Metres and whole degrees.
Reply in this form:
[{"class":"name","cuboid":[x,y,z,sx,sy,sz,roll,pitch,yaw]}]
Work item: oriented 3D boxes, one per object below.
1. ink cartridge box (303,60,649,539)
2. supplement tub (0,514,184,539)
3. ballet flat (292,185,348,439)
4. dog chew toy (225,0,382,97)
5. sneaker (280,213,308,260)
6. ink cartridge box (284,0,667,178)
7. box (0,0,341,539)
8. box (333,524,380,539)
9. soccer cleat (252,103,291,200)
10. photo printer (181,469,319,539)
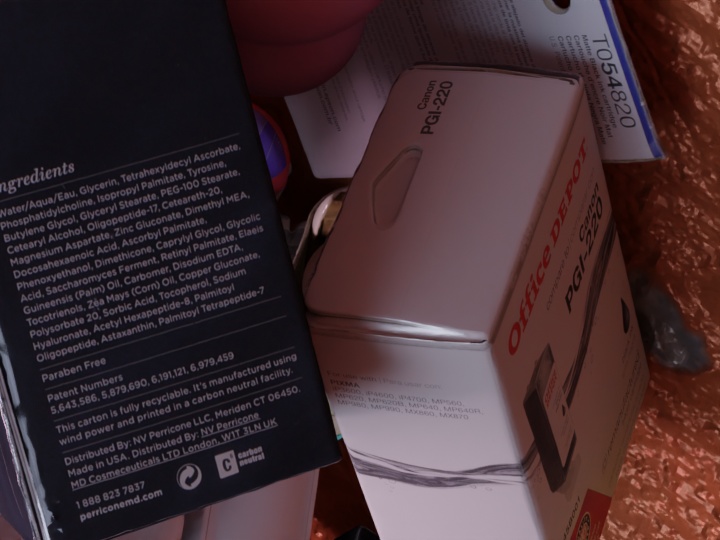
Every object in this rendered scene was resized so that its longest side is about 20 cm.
[{"class":"ink cartridge box","cuboid":[0.054,0.033,1.042,0.084,0.146,0.201,5,141,23]},{"class":"supplement tub","cuboid":[-0.184,0.146,1.202,0.144,0.144,0.200,44,134,6]},{"class":"ballet flat","cuboid":[0.000,0.000,1.091,0.067,0.200,0.063,7,122,6]},{"class":"dog chew toy","cuboid":[-0.030,-0.148,0.985,0.124,0.125,0.201,33,146,19]},{"class":"sneaker","cuboid":[-0.079,0.024,1.157,0.198,0.116,0.075,8,142,-9]},{"class":"ink cartridge box","cuboid":[0.029,-0.136,1.058,0.199,0.041,0.201,1,120,42]},{"class":"box","cuboid":[-0.110,-0.013,0.971,0.200,0.123,0.198,-166,60,-73]},{"class":"box","cuboid":[-0.005,0.239,1.295,0.148,0.108,0.200,33,143,-17]},{"class":"soccer cleat","cuboid":[-0.108,-0.028,1.241,0.199,0.076,0.067,-22,104,49]},{"class":"photo printer","cuboid":[-0.081,0.131,1.262,0.069,0.201,0.166,20,149,-21]}]
